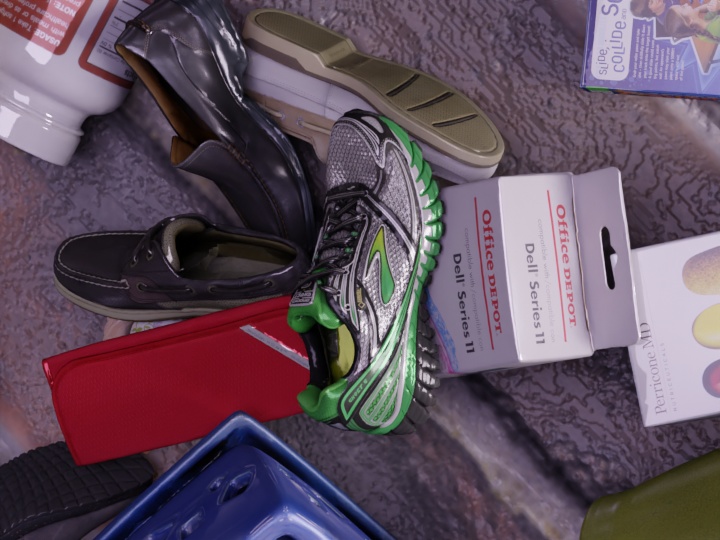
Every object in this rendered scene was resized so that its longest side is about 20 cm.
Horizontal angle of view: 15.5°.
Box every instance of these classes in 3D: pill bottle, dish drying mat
[{"bbox_3d":[-0.184,-0.176,1.737,0.112,0.112,0.200,30,95,13],"label":"pill bottle"},{"bbox_3d":[-0.105,0.069,1.679,0.200,0.018,0.077,-15,101,19],"label":"dish drying mat"}]

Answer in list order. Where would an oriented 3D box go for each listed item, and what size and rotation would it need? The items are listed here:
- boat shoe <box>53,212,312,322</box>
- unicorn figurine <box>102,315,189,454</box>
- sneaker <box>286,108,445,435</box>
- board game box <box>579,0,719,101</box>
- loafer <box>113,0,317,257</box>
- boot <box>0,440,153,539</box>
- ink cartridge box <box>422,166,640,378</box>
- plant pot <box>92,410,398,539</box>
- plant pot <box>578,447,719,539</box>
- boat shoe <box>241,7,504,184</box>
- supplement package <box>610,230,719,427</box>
[{"bbox_3d":[-0.112,-0.006,1.710,0.200,0.066,0.072,9,47,24],"label":"boat shoe"},{"bbox_3d":[-0.092,0.077,1.726,0.200,0.074,0.138,27,98,10],"label":"unicorn figurine"},{"bbox_3d":[0.000,0.000,1.610,0.078,0.085,0.201,-10,80,51],"label":"sneaker"},{"bbox_3d":[0.216,-0.209,1.681,0.135,0.034,0.201,6,89,14],"label":"board game box"},{"bbox_3d":[-0.095,-0.084,1.708,0.072,0.073,0.200,-35,104,-30],"label":"loafer"},{"bbox_3d":[-0.227,0.199,1.751,0.200,0.132,0.070,-21,40,-25],"label":"boot"},{"bbox_3d":[0.077,0.004,1.637,0.200,0.067,0.117,-12,84,50],"label":"ink cartridge box"},{"bbox_3d":[-0.067,0.217,1.637,0.200,0.180,0.200,-43,118,9],"label":"plant pot"},{"bbox_3d":[0.240,0.185,1.594,0.193,0.200,0.201,-12,85,24],"label":"plant pot"},{"bbox_3d":[0.004,-0.099,1.713,0.200,0.075,0.069,31,119,25],"label":"boat shoe"},{"bbox_3d":[0.266,0.025,1.623,0.200,0.110,0.114,-13,85,13],"label":"supplement package"}]
